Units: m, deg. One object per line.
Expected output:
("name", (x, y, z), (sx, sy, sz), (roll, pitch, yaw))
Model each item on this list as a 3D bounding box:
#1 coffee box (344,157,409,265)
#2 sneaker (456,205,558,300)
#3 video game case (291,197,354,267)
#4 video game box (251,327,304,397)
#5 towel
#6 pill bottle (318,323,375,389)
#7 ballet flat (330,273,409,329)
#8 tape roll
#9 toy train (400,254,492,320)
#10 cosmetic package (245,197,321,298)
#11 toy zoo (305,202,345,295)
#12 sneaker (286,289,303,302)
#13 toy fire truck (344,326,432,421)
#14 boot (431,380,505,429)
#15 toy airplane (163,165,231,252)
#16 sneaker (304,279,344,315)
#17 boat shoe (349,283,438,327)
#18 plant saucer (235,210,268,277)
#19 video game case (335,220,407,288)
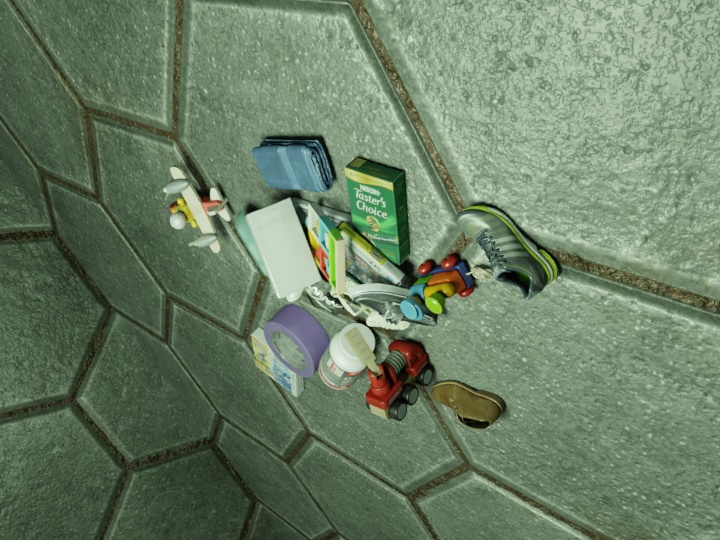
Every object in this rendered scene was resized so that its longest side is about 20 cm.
("coffee box", (0.035, -0.117, 1.167), (0.121, 0.044, 0.203), (24, 140, 31))
("sneaker", (0.241, -0.032, 0.992), (0.199, 0.081, 0.074), (39, 145, 12))
("video game case", (-0.072, -0.067, 1.354), (0.197, 0.023, 0.185), (20, 138, 34))
("video game box", (-0.272, 0.305, 1.929), (0.198, 0.047, 0.185), (31, 140, 23))
("towel", (-0.143, -0.226, 1.251), (0.197, 0.048, 0.114), (11, 132, 41))
("pill bottle", (-0.035, 0.224, 1.521), (0.115, 0.116, 0.201), (41, 146, 8))
("ballet flat", (0.015, 0.083, 1.284), (0.198, 0.072, 0.072), (34, 144, 14))
("tape roll", (-0.184, 0.205, 1.696), (0.197, 0.085, 0.203), (29, 142, 24))
("toy train", (0.168, 0.035, 1.109), (0.198, 0.116, 0.086), (-14, 115, 53))
("cosmetic package", (-0.176, -0.050, 1.333), (0.081, 0.111, 0.205), (-175, 65, -76))
("toy zoo", (-0.079, -0.058, 1.262), (0.201, 0.020, 0.134), (-128, 31, -50))
("sneaker", (-0.190, -0.021, 1.406), (0.074, 0.086, 0.205), (-23, 77, 45))
("toy fire truck", (0.060, 0.212, 1.352), (0.127, 0.176, 0.203), (12, 133, 40))
("boot", (0.233, 0.312, 1.353), (0.197, 0.075, 0.075), (4, 130, 47))
("toy airplane", (-0.446, -0.158, 1.570), (0.199, 0.141, 0.200), (42, 145, 8))
("sneaker", (-0.117, 0.047, 1.480), (0.198, 0.066, 0.091), (35, 142, 14))
("boat shoe", (0.071, 0.078, 1.211), (0.195, 0.069, 0.072), (13, 155, -16))
("plant saucer", (-0.270, -0.057, 1.498), (0.202, 0.036, 0.201), (55, 169, 15))
("video game case", (0.000, 0.000, 1.281), (0.180, 0.026, 0.201), (40, 153, 4))
